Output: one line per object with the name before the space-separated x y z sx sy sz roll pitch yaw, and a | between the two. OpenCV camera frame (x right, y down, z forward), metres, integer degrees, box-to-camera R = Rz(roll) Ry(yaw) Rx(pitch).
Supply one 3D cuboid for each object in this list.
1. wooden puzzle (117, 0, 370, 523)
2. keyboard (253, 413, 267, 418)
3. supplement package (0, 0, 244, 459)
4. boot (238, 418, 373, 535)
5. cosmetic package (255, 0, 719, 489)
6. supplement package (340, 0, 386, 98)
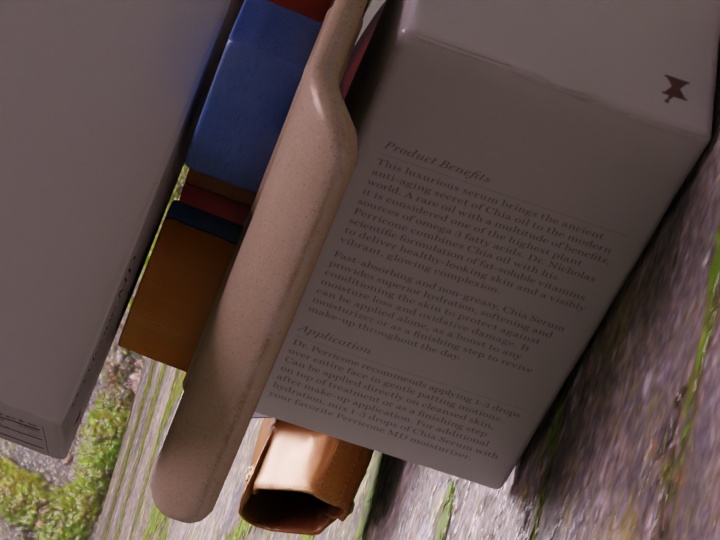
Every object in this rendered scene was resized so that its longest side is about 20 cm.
wooden puzzle | -0.033 -0.046 0.982 0.200 0.046 0.185 -79 10 -49
keyboard | 0.000 0.000 1.272 0.200 0.021 0.127 -8 63 58
supplement package | -0.131 -0.061 0.976 0.111 0.156 0.200 114 177 -80
boot | -0.024 0.051 1.381 0.144 0.071 0.201 -67 12 -10
cosmetic package | 0.036 -0.021 0.986 0.200 0.101 0.071 117 169 -49
supplement package | -0.010 -0.139 1.418 0.200 0.114 0.110 -58 7 0
